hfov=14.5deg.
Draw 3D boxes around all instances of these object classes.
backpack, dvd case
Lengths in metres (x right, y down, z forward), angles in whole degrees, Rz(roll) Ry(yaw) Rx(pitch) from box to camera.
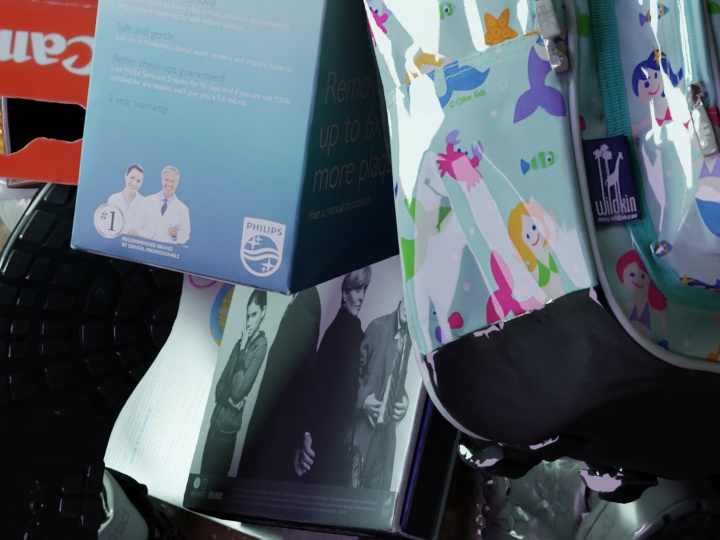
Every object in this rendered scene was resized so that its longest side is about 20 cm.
[{"bbox_3d":[0.086,-0.050,0.874,0.150,0.177,0.201,-29,65,30],"label":"backpack"},{"bbox_3d":[0.000,0.000,1.080,0.150,0.025,0.201,-1,73,56],"label":"dvd case"}]

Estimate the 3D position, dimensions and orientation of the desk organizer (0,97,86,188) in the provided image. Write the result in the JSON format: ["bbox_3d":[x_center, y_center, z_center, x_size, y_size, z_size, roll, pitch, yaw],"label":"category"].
[{"bbox_3d":[-0.098,-0.134,1.102,0.072,0.077,0.202,-18,76,61],"label":"desk organizer"}]

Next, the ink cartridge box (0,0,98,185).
[{"bbox_3d":[-0.123,-0.136,1.027,0.050,0.161,0.202,79,-163,-77],"label":"ink cartridge box"}]

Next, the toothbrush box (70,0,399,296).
[{"bbox_3d":[-0.020,-0.105,0.950,0.085,0.146,0.202,11,101,20],"label":"toothbrush box"}]

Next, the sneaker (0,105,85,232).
[{"bbox_3d":[-0.123,-0.042,1.222,0.200,0.075,0.093,-80,-29,-70],"label":"sneaker"}]

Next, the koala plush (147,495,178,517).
[{"bbox_3d":[-0.153,0.118,1.278,0.177,0.183,0.201,36,99,28],"label":"koala plush"}]

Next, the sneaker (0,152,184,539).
[{"bbox_3d":[-0.132,0.047,1.068,0.087,0.075,0.201,9,81,59],"label":"sneaker"}]

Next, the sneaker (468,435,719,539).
[{"bbox_3d":[0.071,0.083,1.021,0.200,0.060,0.105,-55,49,40],"label":"sneaker"}]

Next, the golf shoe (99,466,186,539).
[{"bbox_3d":[-0.097,0.131,1.158,0.094,0.199,0.078,-43,26,61],"label":"golf shoe"}]

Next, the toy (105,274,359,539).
[{"bbox_3d":[-0.041,0.051,1.173,0.199,0.047,0.116,15,78,48],"label":"toy"}]
